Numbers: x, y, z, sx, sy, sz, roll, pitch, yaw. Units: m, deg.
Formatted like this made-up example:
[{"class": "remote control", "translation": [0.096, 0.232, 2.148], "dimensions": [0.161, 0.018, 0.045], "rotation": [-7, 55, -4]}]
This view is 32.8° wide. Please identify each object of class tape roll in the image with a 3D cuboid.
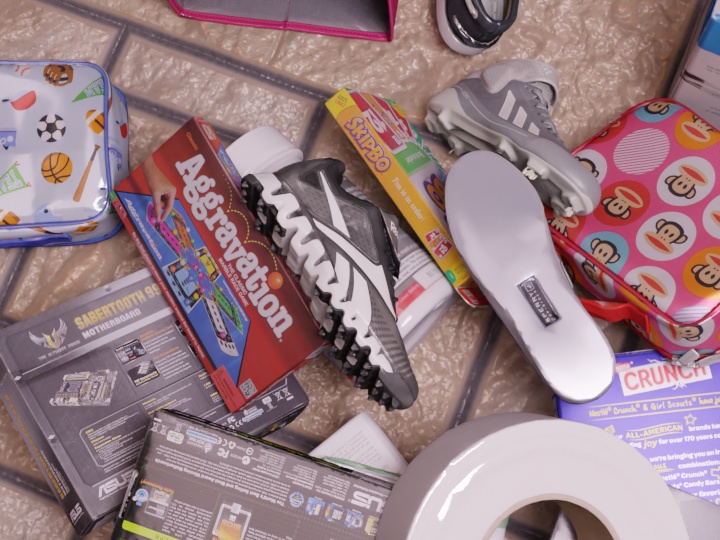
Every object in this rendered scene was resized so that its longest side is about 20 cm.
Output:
[{"class": "tape roll", "translation": [0.112, 0.195, 0.801], "dimensions": [0.202, 0.071, 0.203], "rotation": [1, 87, -15]}]

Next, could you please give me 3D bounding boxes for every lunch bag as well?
[{"class": "lunch bag", "translation": [-0.294, -0.090, 1.014], "dimensions": [0.199, 0.076, 0.161], "rotation": [-4, 80, 2]}, {"class": "lunch bag", "translation": [0.228, -0.026, 0.927], "dimensions": [0.176, 0.082, 0.200], "rotation": [-38, 49, -5]}]

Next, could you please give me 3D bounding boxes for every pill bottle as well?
[{"class": "pill bottle", "translation": [-0.030, -0.015, 0.960], "dimensions": [0.200, 0.114, 0.114], "rotation": [44, 84, 11]}]

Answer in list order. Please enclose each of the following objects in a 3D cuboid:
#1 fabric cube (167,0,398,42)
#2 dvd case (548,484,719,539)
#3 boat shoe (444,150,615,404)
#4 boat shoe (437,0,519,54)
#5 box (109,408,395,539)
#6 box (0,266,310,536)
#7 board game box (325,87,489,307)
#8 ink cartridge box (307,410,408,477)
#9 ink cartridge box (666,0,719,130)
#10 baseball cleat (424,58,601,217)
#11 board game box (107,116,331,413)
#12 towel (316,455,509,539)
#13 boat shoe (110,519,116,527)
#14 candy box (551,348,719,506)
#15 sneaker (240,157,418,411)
[{"class": "fabric cube", "translation": [-0.058, -0.323, 0.983], "dimensions": [0.199, 0.196, 0.200], "rotation": [7, 79, 6]}, {"class": "dvd case", "translation": [0.191, 0.248, 0.861], "dimensions": [0.148, 0.016, 0.200], "rotation": [21, 83, 2]}, {"class": "boat shoe", "translation": [0.121, 0.008, 0.895], "dimensions": [0.071, 0.070, 0.200], "rotation": [-29, 78, -4]}, {"class": "boat shoe", "translation": [0.099, -0.283, 1.018], "dimensions": [0.075, 0.060, 0.201], "rotation": [-4, 82, -25]}, {"class": "box", "translation": [-0.077, 0.215, 0.837], "dimensions": [0.200, 0.048, 0.194], "rotation": [17, 86, 5]}, {"class": "box", "translation": [-0.162, 0.084, 0.936], "dimensions": [0.200, 0.048, 0.159], "rotation": [-26, 76, -33]}, {"class": "board game box", "translation": [0.054, -0.057, 0.967], "dimensions": [0.030, 0.095, 0.200], "rotation": [-38, 75, 22]}, {"class": "ink cartridge box", "translation": [0.010, 0.230, 0.921], "dimensions": [0.146, 0.086, 0.200], "rotation": [-38, 80, -4]}, {"class": "ink cartridge box", "translation": [0.322, -0.157, 0.923], "dimensions": [0.146, 0.200, 0.084], "rotation": [20, 78, 7]}, {"class": "baseball cleat", "translation": [0.134, -0.115, 0.955], "dimensions": [0.106, 0.070, 0.200], "rotation": [-40, 45, -11]}, {"class": "board game box", "translation": [-0.107, -0.005, 0.920], "dimensions": [0.103, 0.019, 0.200], "rotation": [-37, 76, 23]}, {"class": "towel", "translation": [0.014, 0.243, 0.860], "dimensions": [0.149, 0.031, 0.201], "rotation": [13, 80, 7]}, {"class": "boat shoe", "translation": [-0.165, 0.181, 0.955], "dimensions": [0.076, 0.060, 0.200], "rotation": [-33, 78, -3]}, {"class": "candy box", "translation": [0.238, 0.160, 0.925], "dimensions": [0.169, 0.077, 0.201], "rotation": [-6, 80, 2]}, {"class": "sneaker", "translation": [0.000, 0.000, 0.860], "dimensions": [0.090, 0.066, 0.200], "rotation": [-27, 75, -18]}]
